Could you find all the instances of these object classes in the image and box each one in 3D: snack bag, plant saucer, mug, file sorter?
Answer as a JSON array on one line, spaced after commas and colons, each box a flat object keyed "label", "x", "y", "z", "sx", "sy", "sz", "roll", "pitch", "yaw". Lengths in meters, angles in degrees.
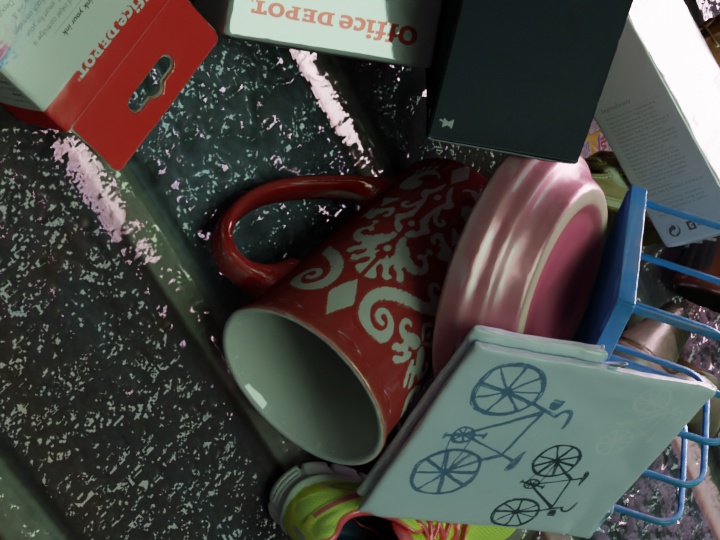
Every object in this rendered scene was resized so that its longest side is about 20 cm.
[{"label": "snack bag", "x": 0.121, "y": 0.116, "z": 0.905, "sx": 0.200, "sy": 0.021, "sz": 0.189, "roll": 11, "pitch": 132, "yaw": -22}, {"label": "plant saucer", "x": 0.117, "y": 0.007, "z": 0.912, "sx": 0.201, "sy": 0.051, "sz": 0.201, "roll": -45, "pitch": 146, "yaw": -43}, {"label": "mug", "x": 0.009, "y": 0.002, "z": 0.913, "sx": 0.200, "sy": 0.133, "sz": 0.178, "roll": -45, "pitch": 118, "yaw": -35}, {"label": "file sorter", "x": 0.216, "y": 0.070, "z": 0.977, "sx": 0.139, "sy": 0.122, "sz": 0.200, "roll": -69, "pitch": 177, "yaw": -50}]

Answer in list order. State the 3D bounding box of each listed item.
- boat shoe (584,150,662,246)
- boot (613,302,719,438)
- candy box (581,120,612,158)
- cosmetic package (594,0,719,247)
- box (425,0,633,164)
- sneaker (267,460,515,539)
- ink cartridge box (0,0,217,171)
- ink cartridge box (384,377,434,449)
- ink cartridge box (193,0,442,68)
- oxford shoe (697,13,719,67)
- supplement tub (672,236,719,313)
[{"label": "boat shoe", "x": 0.196, "y": -0.061, "z": 1.081, "sx": 0.200, "sy": 0.074, "sz": 0.067, "roll": 6, "pitch": 66, "yaw": -48}, {"label": "boot", "x": 0.258, "y": 0.129, "z": 1.200, "sx": 0.146, "sy": 0.070, "sz": 0.200, "roll": -46, "pitch": 130, "yaw": -24}, {"label": "candy box", "x": 0.171, "y": -0.132, "z": 1.099, "sx": 0.102, "sy": 0.026, "sz": 0.200, "roll": -27, "pitch": 117, "yaw": -37}, {"label": "cosmetic package", "x": 0.239, "y": -0.131, "z": 1.045, "sx": 0.200, "sy": 0.074, "sz": 0.102, "roll": 58, "pitch": 42, "yaw": -16}, {"label": "box", "x": 0.110, "y": -0.204, "z": 0.855, "sx": 0.104, "sy": 0.182, "sz": 0.200, "roll": 9, "pitch": 128, "yaw": -5}, {"label": "sneaker", "x": 0.035, "y": 0.193, "z": 0.979, "sx": 0.200, "sy": 0.090, "sz": 0.078, "roll": 2, "pitch": 112, "yaw": -22}, {"label": "ink cartridge box", "x": -0.187, "y": -0.162, "z": 0.756, "sx": 0.200, "sy": 0.067, "sz": 0.116, "roll": 47, "pitch": 70, "yaw": -37}, {"label": "ink cartridge box", "x": 0.088, "y": 0.055, "z": 1.060, "sx": 0.198, "sy": 0.043, "sz": 0.200, "roll": -29, "pitch": 117, "yaw": -32}, {"label": "ink cartridge box", "x": -0.017, "y": -0.237, "z": 0.843, "sx": 0.144, "sy": 0.084, "sz": 0.200, "roll": 5, "pitch": 102, "yaw": -23}, {"label": "oxford shoe", "x": 0.304, "y": -0.186, "z": 1.133, "sx": 0.071, "sy": 0.071, "sz": 0.200, "roll": 28, "pitch": 109, "yaw": -38}, {"label": "supplement tub", "x": 0.371, "y": -0.059, "z": 1.236, "sx": 0.107, "sy": 0.107, "sz": 0.200, "roll": 25, "pitch": 83, "yaw": -41}]
